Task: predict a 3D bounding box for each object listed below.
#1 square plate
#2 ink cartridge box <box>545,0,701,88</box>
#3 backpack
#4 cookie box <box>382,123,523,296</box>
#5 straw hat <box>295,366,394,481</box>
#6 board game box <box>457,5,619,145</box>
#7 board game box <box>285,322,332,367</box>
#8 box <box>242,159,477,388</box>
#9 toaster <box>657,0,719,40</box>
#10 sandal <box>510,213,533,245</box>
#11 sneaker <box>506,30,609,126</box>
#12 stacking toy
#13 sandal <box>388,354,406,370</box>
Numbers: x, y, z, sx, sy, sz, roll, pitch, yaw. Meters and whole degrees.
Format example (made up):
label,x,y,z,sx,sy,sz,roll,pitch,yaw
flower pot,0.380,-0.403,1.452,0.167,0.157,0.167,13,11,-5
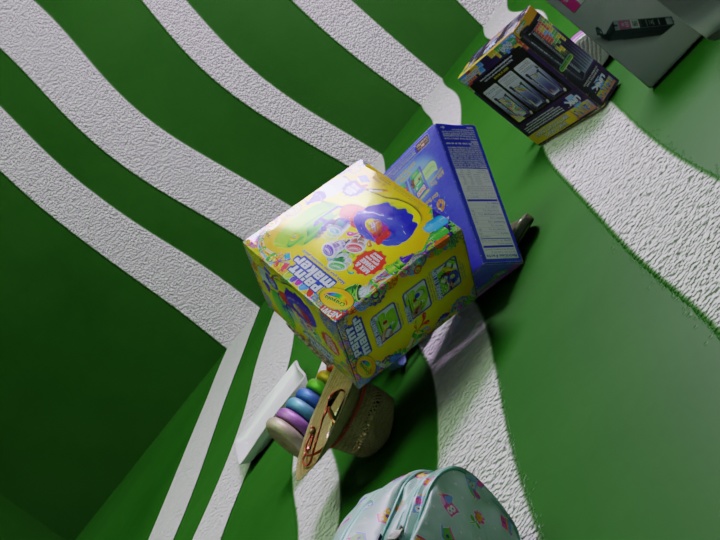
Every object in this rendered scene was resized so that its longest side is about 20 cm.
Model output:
label,x,y,z,sx,sy,sz,roll,pitch,yaw
square plate,-0.163,0.265,2.173,0.201,0.028,0.198,-54,9,-2
ink cartridge box,0.337,-0.350,1.414,0.174,0.199,0.044,-48,8,29
backpack,0.041,0.244,0.879,0.126,0.168,0.200,-24,20,30
cookie box,0.108,-0.061,1.521,0.075,0.202,0.171,-4,-23,-34
straw hat,-0.004,0.186,1.473,0.201,0.084,0.203,-155,90,-82
board game box,0.250,-0.274,1.679,0.057,0.165,0.200,-56,10,-18
board game box,0.006,0.022,1.752,0.200,0.097,0.160,-36,-16,-41
box,0.000,0.000,1.417,0.192,0.123,0.200,-37,47,-18
toaster,0.395,-0.372,1.287,0.201,0.180,0.119,-55,6,-21
sandal,0.165,-0.042,1.563,0.080,0.057,0.201,-56,14,-15
sneaker,0.311,-0.302,1.815,0.200,0.073,0.114,-37,11,25
stacking toy,-0.053,0.187,1.783,0.200,0.085,0.085,-50,8,-20
sandal,0.071,0.068,1.639,0.200,0.080,0.087,-49,40,-5
